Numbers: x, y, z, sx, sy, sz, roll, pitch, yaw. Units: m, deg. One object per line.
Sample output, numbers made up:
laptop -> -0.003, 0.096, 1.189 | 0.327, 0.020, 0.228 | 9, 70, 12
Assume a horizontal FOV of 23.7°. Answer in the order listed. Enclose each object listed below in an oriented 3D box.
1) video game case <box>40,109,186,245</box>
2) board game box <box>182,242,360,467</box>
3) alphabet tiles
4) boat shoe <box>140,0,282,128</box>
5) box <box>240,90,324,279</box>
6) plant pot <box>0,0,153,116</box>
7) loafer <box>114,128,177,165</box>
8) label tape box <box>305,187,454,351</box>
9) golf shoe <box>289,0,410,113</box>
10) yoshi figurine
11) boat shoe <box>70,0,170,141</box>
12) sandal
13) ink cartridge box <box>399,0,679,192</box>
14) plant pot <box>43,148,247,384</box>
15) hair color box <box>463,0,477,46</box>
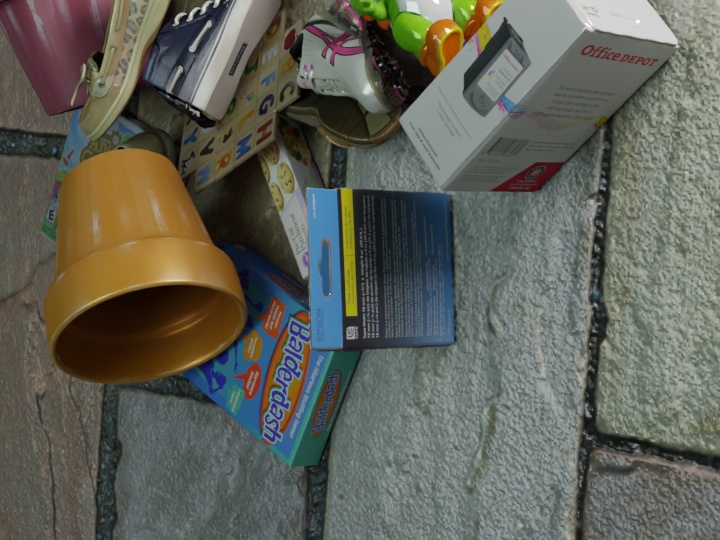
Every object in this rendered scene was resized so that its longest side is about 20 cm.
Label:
video game case -> -0.281, -0.084, 1.955 | 0.199, 0.022, 0.184 | 32, 111, 38
board game box -> -0.095, 0.084, 1.765 | 0.199, 0.045, 0.153 | 34, 112, 37
alphabet tiles -> -0.125, -0.173, 1.772 | 0.199, 0.006, 0.168 | -31, 44, 40
boat shoe -> -0.152, -0.255, 1.763 | 0.092, 0.075, 0.201 | 28, 91, 18
box -> -0.066, -0.088, 1.744 | 0.041, 0.038, 0.202 | -35, 66, 37
plant pot -> -0.307, -0.273, 1.881 | 0.199, 0.199, 0.181 | -11, 98, 42
loafer -> -0.262, -0.061, 1.877 | 0.075, 0.068, 0.202 | 28, 108, 38
label tape box -> 0.000, 0.000, 1.572 | 0.063, 0.199, 0.146 | -4, 87, 42
golf shoe -> -0.012, -0.188, 1.622 | 0.092, 0.073, 0.200 | -36, 30, 7
yoshi figurine -> 0.039, -0.261, 1.528 | 0.200, 0.112, 0.113 | 40, 102, 38
boat shoe -> -0.254, -0.230, 1.774 | 0.201, 0.062, 0.073 | -64, 21, 17
sandal -> -0.016, -0.151, 1.682 | 0.199, 0.080, 0.054 | 23, 149, 55
ink cartridge box -> 0.152, -0.160, 1.470 | 0.200, 0.147, 0.086 | -47, 61, 30
plant pot -> -0.230, -0.013, 1.738 | 0.200, 0.199, 0.185 | -38, 55, 36
hair color box -> 0.083, -0.302, 1.592 | 0.109, 0.064, 0.201 | -50, 60, 31
